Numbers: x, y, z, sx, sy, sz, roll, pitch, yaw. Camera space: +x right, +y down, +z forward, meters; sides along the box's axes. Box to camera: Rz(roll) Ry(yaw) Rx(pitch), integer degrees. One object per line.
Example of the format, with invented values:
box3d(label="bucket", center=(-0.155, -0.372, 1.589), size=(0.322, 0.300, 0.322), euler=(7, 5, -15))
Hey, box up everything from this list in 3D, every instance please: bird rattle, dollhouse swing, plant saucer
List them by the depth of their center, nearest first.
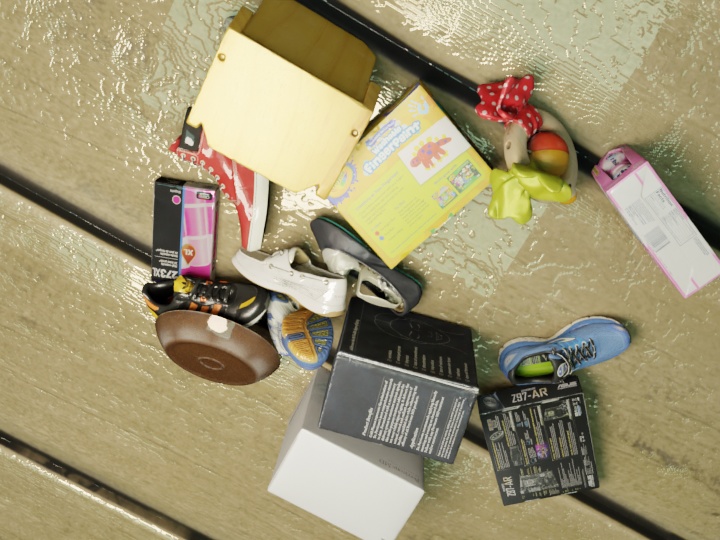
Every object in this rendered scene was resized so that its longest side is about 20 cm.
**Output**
box3d(label="dollhouse swing", center=(-0.091, -0.234, 1.029), size=(0.198, 0.176, 0.183), euler=(27, 112, -11))
box3d(label="bird rattle", center=(0.227, -0.161, 1.060), size=(0.161, 0.203, 0.112), euler=(10, 153, -37))
box3d(label="plant saucer", center=(-0.218, 0.125, 1.181), size=(0.197, 0.037, 0.201), euler=(11, 149, 7))

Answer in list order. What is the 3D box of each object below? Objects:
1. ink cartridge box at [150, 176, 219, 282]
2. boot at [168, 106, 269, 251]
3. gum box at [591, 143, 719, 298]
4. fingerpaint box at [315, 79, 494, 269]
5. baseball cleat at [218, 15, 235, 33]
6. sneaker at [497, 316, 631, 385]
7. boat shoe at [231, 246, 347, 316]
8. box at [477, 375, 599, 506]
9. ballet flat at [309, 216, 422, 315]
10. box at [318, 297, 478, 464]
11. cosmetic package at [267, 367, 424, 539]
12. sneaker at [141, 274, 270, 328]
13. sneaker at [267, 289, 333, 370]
box3d(label="ink cartridge box", center=(-0.267, -0.035, 1.195), size=(0.093, 0.037, 0.203), euler=(8, 112, 1))
box3d(label="boot", center=(-0.200, -0.129, 1.124), size=(0.142, 0.072, 0.204), euler=(0, 102, -7))
box3d(label="gum box", center=(0.399, -0.074, 1.077), size=(0.066, 0.114, 0.201), euler=(-37, 103, 16))
box3d(label="fingerpaint box", center=(0.063, -0.134, 1.108), size=(0.200, 0.074, 0.167), euler=(-41, 102, 16))
box3d(label="baseball cleat", center=(-0.108, -0.270, 1.087), size=(0.106, 0.070, 0.202), euler=(-30, 89, -23))
box3d(label="sneaker", center=(0.306, 0.132, 1.172), size=(0.197, 0.089, 0.080), euler=(-19, 108, 11))
box3d(label="boat shoe", center=(-0.100, -0.003, 1.149), size=(0.198, 0.071, 0.070), euler=(24, 111, 23))
box3d(label="box", center=(0.278, 0.268, 1.226), size=(0.158, 0.044, 0.202), euler=(-14, 119, 10))
box3d(label="ballet flat", center=(0.000, 0.000, 1.152), size=(0.199, 0.073, 0.073), euler=(34, 109, -4))
box3d(label="box", center=(0.056, 0.151, 1.134), size=(0.193, 0.200, 0.126), euler=(17, 110, -1))
box3d(label="cosmetic package", center=(-0.014, 0.277, 1.192), size=(0.197, 0.200, 0.124), euler=(28, 110, -6))
box3d(label="sneaker", center=(-0.231, 0.043, 1.156), size=(0.197, 0.071, 0.090), euler=(-6, 142, 23))
box3d(label="sneaker", center=(-0.089, 0.096, 1.147), size=(0.074, 0.201, 0.089), euler=(-2, 119, -18))
